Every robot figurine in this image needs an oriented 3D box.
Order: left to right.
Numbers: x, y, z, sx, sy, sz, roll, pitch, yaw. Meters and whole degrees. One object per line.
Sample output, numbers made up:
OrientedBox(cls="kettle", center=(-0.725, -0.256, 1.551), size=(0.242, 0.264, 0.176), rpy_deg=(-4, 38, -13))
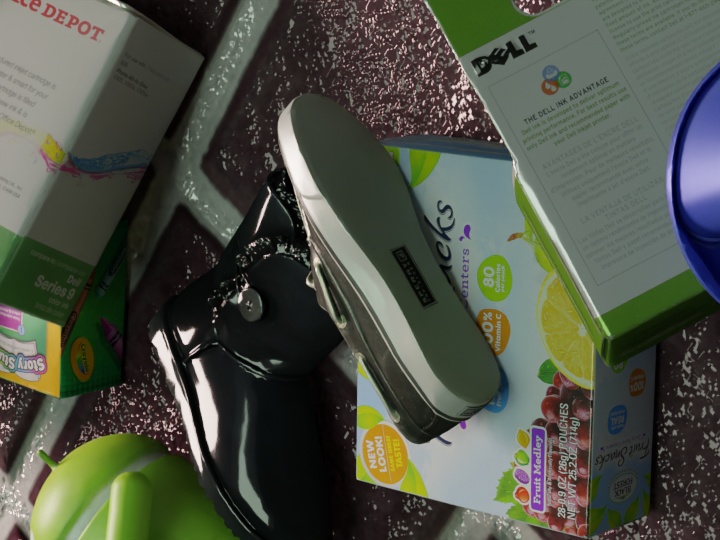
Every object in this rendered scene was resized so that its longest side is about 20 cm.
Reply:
OrientedBox(cls="robot figurine", center=(-0.123, 0.183, 1.377), size=(0.200, 0.116, 0.176), rpy_deg=(38, 166, 17))

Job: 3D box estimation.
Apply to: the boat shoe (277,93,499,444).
OrientedBox(cls="boat shoe", center=(0.000, 0.000, 1.190), size=(0.064, 0.071, 0.200), rpy_deg=(-38, 73, 39))

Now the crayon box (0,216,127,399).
OrientedBox(cls="crayon box", center=(-0.249, 0.005, 1.505), size=(0.200, 0.058, 0.119), rpy_deg=(15, 108, 38))

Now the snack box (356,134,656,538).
OrientedBox(cls="snack box", center=(0.079, 0.032, 1.216), size=(0.168, 0.068, 0.200), rpy_deg=(11, 103, 40))

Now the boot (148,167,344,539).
OrientedBox(cls="boot", center=(-0.040, 0.058, 1.318), size=(0.168, 0.076, 0.200), rpy_deg=(-46, 62, 41))

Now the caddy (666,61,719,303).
OrientedBox(cls="caddy", center=(0.232, -0.060, 0.987), size=(0.141, 0.200, 0.105), rpy_deg=(49, 168, -12))

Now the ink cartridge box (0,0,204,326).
OrientedBox(cls="ink cartridge box", center=(-0.213, -0.087, 1.391), size=(0.145, 0.087, 0.200), rpy_deg=(27, 91, 34))

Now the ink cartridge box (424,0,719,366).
OrientedBox(cls="ink cartridge box", center=(0.140, -0.078, 1.090), size=(0.148, 0.076, 0.200), rpy_deg=(-27, 76, -1))
